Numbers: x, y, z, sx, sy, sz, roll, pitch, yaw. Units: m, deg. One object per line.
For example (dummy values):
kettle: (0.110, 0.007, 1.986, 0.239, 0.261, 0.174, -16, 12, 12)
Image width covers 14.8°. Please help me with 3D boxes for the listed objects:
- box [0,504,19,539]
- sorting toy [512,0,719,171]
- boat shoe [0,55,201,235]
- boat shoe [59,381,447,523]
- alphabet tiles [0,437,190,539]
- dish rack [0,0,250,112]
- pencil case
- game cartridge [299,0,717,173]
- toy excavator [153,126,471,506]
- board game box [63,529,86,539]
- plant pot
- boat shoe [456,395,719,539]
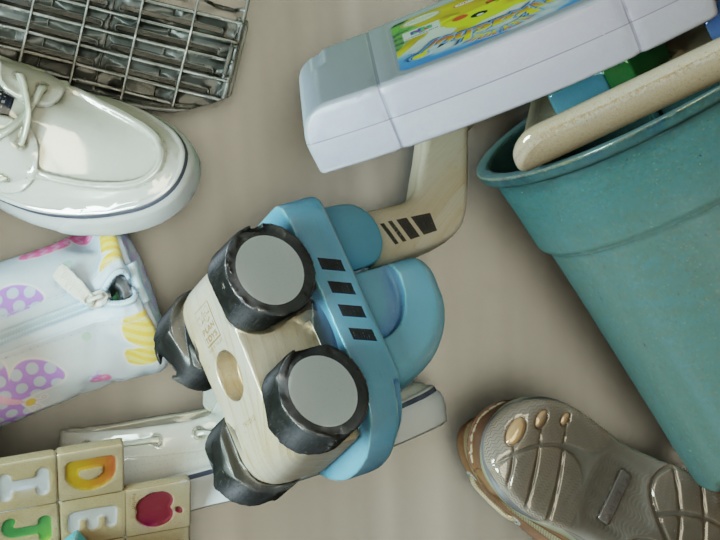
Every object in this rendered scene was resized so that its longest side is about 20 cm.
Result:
box: (-0.255, 0.127, 1.363, 0.159, 0.044, 0.201, -22, 135, -2)
sorting toy: (0.161, -0.121, 1.338, 0.184, 0.200, 0.037, -25, 101, 16)
boat shoe: (-0.177, -0.074, 1.380, 0.199, 0.066, 0.072, 19, 72, 18)
boat shoe: (-0.060, 0.070, 1.423, 0.201, 0.075, 0.087, -16, 89, 7)
alphabet tiles: (-0.181, 0.154, 1.381, 0.199, 0.006, 0.167, -9, 133, -14)
dish rack: (-0.112, -0.185, 1.418, 0.152, 0.055, 0.201, 14, 93, -2)
pencil case: (-0.194, 0.044, 1.400, 0.199, 0.091, 0.084, -21, 100, -1)
game cartridge: (0.065, -0.107, 1.307, 0.199, 0.133, 0.041, -22, 110, 3)
toy excavator: (0.000, 0.000, 1.373, 0.199, 0.100, 0.195, -14, 72, -32)
board game box: (-0.134, 0.251, 1.393, 0.151, 0.047, 0.200, -37, 106, 14)
plant pot: (0.190, -0.010, 1.378, 0.199, 0.200, 0.197, -29, 101, -2)
boat shoe: (0.131, 0.126, 1.431, 0.200, 0.072, 0.076, 40, 73, -21)
